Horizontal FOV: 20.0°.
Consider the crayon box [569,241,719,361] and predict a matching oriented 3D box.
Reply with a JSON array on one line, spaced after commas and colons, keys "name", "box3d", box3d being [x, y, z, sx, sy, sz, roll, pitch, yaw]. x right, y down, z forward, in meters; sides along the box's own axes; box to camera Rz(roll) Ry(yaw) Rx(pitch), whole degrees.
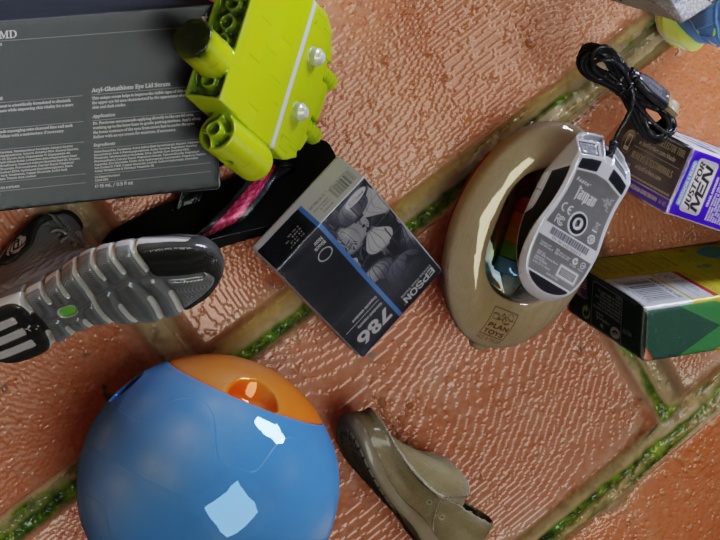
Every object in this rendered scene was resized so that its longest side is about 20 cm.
[{"name": "crayon box", "box3d": [0.295, 0.022, 1.739, 0.199, 0.127, 0.051, -8, 110, -21]}]

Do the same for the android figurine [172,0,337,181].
[{"name": "android figurine", "box3d": [-0.070, -0.157, 1.510, 0.200, 0.041, 0.183, 42, 60, -58]}]

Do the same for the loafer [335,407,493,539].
[{"name": "loafer", "box3d": [0.047, 0.176, 1.712, 0.067, 0.076, 0.200, -41, 128, -8]}]

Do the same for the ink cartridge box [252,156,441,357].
[{"name": "ink cartridge box", "box3d": [0.000, 0.000, 1.604, 0.099, 0.039, 0.200, -48, 144, -3]}]

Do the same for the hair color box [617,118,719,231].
[{"name": "hair color box", "box3d": [0.319, -0.064, 1.731, 0.199, 0.109, 0.065, 18, 100, -28]}]

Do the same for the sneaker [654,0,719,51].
[{"name": "sneaker", "box3d": [0.321, -0.266, 1.667, 0.076, 0.105, 0.201, 20, 99, -28]}]

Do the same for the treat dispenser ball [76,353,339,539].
[{"name": "treat dispenser ball", "box3d": [-0.116, 0.164, 1.557, 0.200, 0.201, 0.202, -8, 110, -22]}]

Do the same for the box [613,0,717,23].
[{"name": "box", "box3d": [0.224, -0.283, 1.563, 0.132, 0.200, 0.115, -32, 115, -12]}]

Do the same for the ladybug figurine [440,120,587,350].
[{"name": "ladybug figurine", "box3d": [0.127, -0.031, 1.676, 0.135, 0.072, 0.201, 21, 96, -29]}]

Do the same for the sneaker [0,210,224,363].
[{"name": "sneaker", "box3d": [-0.196, -0.012, 1.504, 0.199, 0.116, 0.075, -16, 130, 11]}]

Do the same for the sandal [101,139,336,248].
[{"name": "sandal", "box3d": [-0.107, -0.053, 1.559, 0.199, 0.075, 0.045, -25, 132, -12]}]

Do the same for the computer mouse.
[{"name": "computer mouse", "box3d": [0.174, -0.072, 1.621, 0.110, 0.044, 0.200, 31, 86, -34]}]

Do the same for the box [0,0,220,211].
[{"name": "box", "box3d": [-0.208, -0.126, 1.489, 0.199, 0.079, 0.142, -7, 112, -22]}]
